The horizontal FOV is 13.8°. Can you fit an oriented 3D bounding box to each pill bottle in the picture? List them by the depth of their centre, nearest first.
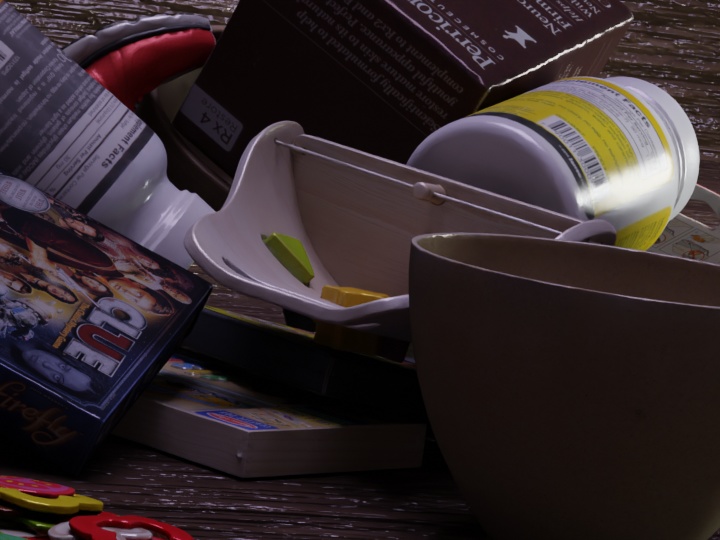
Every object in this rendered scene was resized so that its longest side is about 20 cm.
[{"bbox_3d":[-0.182,-0.059,1.666,0.200,0.116,0.116,42,4,-7],"label":"pill bottle"},{"bbox_3d":[0.112,-0.047,1.683,0.114,0.115,0.200,11,18,26],"label":"pill bottle"}]

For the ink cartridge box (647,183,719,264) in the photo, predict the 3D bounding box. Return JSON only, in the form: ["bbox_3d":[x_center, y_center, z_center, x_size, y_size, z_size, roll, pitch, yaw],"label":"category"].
[{"bbox_3d":[0.186,-0.033,2.072,0.200,0.044,0.173,23,-39,-32],"label":"ink cartridge box"}]

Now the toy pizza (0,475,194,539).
[{"bbox_3d":[-0.141,0.108,1.180,0.200,0.032,0.200,8,7,-1],"label":"toy pizza"}]

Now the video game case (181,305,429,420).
[{"bbox_3d":[0.008,0.059,1.627,0.180,0.026,0.200,15,1,-31],"label":"video game case"}]

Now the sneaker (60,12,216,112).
[{"bbox_3d":[-0.166,-0.083,1.767,0.200,0.085,0.077,-30,-10,-15],"label":"sneaker"}]

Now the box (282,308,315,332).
[{"bbox_3d":[0.065,-0.004,1.963,0.200,0.050,0.158,-12,1,19],"label":"box"}]

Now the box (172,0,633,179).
[{"bbox_3d":[0.028,-0.122,1.807,0.166,0.164,0.200,41,33,13],"label":"box"}]

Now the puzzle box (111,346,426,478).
[{"bbox_3d":[-0.082,0.072,1.561,0.200,0.025,0.133,15,10,42],"label":"puzzle box"}]

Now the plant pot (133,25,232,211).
[{"bbox_3d":[-0.062,-0.056,1.883,0.200,0.093,0.201,22,34,-16],"label":"plant pot"}]

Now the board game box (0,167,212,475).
[{"bbox_3d":[-0.163,0.020,1.489,0.135,0.035,0.200,29,22,2],"label":"board game box"}]

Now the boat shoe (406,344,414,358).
[{"bbox_3d":[0.112,0.043,1.845,0.199,0.065,0.072,9,7,6],"label":"boat shoe"}]

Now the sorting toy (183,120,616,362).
[{"bbox_3d":[0.000,0.000,1.528,0.200,0.107,0.180,18,10,24],"label":"sorting toy"}]

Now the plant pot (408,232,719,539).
[{"bbox_3d":[0.114,0.065,1.391,0.200,0.135,0.200,7,7,-1],"label":"plant pot"}]
